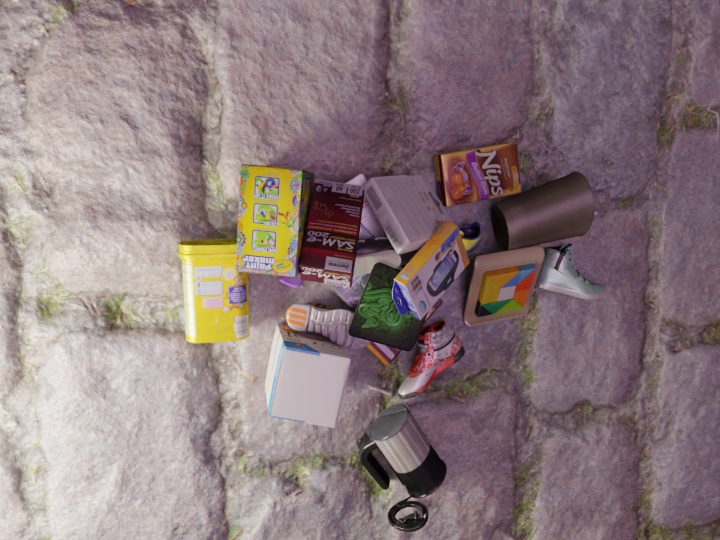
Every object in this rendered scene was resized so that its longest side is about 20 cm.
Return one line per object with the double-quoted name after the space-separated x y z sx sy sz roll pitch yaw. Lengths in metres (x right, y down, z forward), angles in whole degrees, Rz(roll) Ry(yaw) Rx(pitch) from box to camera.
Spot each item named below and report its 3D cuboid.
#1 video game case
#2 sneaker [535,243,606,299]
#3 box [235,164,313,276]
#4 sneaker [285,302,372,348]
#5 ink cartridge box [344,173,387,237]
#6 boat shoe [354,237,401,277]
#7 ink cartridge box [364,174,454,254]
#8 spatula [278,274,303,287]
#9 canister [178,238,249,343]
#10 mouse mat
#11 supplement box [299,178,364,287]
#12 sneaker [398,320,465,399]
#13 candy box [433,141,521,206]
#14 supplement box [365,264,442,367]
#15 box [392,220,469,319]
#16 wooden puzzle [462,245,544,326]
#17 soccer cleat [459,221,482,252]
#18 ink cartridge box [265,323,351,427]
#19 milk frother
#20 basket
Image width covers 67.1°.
0.000 0.000 1.174 0.143 0.019 0.200 -46 102 -2 "video game case"
0.540 0.000 1.354 0.194 0.074 0.122 11 103 -13 "sneaker"
-0.165 -0.104 1.087 0.117 0.200 0.200 5 97 0 "box"
-0.065 0.110 1.200 0.194 0.112 0.080 19 93 1 "sneaker"
0.000 -0.100 1.210 0.114 0.067 0.204 -30 105 -7 "ink cartridge box"
-0.014 -0.030 1.129 0.193 0.062 0.075 -10 140 -3 "boat shoe"
0.110 -0.129 1.180 0.197 0.050 0.164 -13 69 -50 "ink cartridge box"
-0.121 -0.062 1.210 0.055 0.021 0.205 23 92 -12 "spatula"
-0.305 0.042 1.148 0.143 0.086 0.208 -2 101 -13 "canister"
0.074 0.083 1.164 0.196 0.007 0.165 19 96 -36 "mouse mat"
-0.054 -0.076 1.074 0.105 0.061 0.206 7 62 0 "supplement box"
0.150 0.207 1.299 0.199 0.067 0.110 -36 105 -10 "sneaker"
0.273 -0.225 1.264 0.193 0.056 0.121 -12 101 -13 "candy box"
0.080 0.102 1.253 0.110 0.086 0.201 43 88 -16 "supplement box"
0.147 0.008 1.148 0.201 0.041 0.120 -49 137 -16 "box"
0.343 0.044 1.297 0.179 0.038 0.205 -9 128 -12 "wooden puzzle"
0.199 -0.057 1.240 0.196 0.065 0.085 -25 150 -25 "soccer cleat"
-0.119 0.217 1.163 0.142 0.200 0.150 12 94 -15 "ink cartridge box"
0.097 0.458 1.259 0.178 0.200 0.191 -35 105 -2 "milk frother"
0.418 -0.128 1.271 0.194 0.182 0.140 -16 65 -4 "basket"
